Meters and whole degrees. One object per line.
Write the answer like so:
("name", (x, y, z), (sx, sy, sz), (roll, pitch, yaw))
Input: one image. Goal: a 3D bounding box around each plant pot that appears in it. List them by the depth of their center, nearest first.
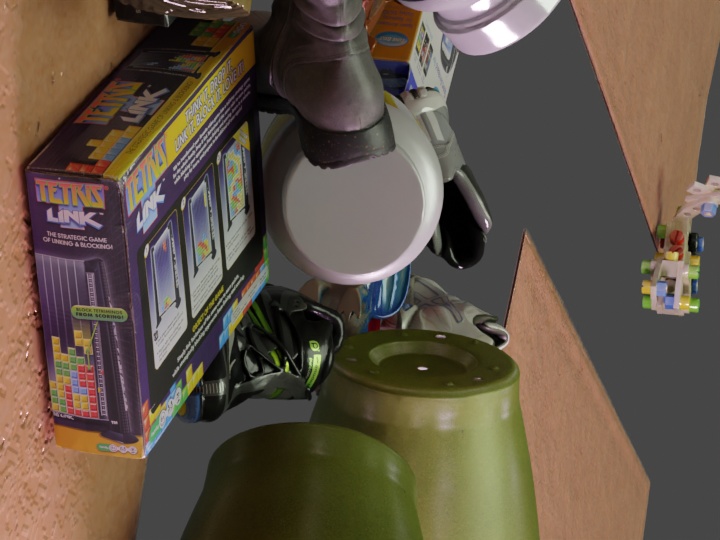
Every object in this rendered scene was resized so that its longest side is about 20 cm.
("plant pot", (-0.036, 0.204, 1.419), (0.201, 0.199, 0.194), (75, 17, -53))
("plant pot", (0.036, 0.148, 1.599), (0.200, 0.199, 0.194), (-40, 137, -67))

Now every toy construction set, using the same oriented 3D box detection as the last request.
("toy construction set", (0.408, -0.027, 3.047), (0.201, 0.092, 0.131), (-64, 158, -21))

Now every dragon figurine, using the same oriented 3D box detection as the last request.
("dragon figurine", (0.000, 0.000, 1.673), (0.099, 0.058, 0.201), (50, 50, -69))

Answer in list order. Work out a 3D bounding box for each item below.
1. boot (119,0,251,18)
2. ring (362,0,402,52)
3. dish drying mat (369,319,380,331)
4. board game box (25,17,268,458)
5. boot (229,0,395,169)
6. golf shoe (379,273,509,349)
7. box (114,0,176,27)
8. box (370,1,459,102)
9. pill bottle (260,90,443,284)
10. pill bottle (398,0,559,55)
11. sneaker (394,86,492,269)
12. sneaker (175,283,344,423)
("boot", (-0.098, -0.236, 1.150), (0.175, 0.066, 0.202), (21, 76, -54))
("ring", (0.040, -0.230, 1.637), (0.201, 0.019, 0.200), (-63, 179, -1))
("dish drying mat", (-0.005, 0.074, 1.763), (0.077, 0.018, 0.202), (15, 82, -73))
("board game box", (-0.110, -0.022, 1.287), (0.200, 0.056, 0.166), (-57, 149, -57))
("boot", (-0.034, -0.150, 1.337), (0.200, 0.069, 0.133), (40, -35, 57))
("golf shoe", (0.066, 0.053, 1.838), (0.200, 0.096, 0.079), (-59, 155, -78))
("box", (-0.089, -0.239, 1.302), (0.200, 0.036, 0.144), (-60, 152, -56))
("box", (0.047, -0.194, 1.790), (0.119, 0.041, 0.201), (66, 38, -62))
("pill bottle", (-0.007, -0.052, 1.435), (0.200, 0.110, 0.112), (-105, -160, -81))
("pill bottle", (0.040, -0.233, 1.472), (0.200, 0.115, 0.116), (47, 46, -33))
("sneaker", (0.059, -0.037, 1.749), (0.200, 0.075, 0.116), (65, 1, -61))
("sneaker", (-0.060, 0.045, 1.441), (0.200, 0.082, 0.071), (-29, 124, -70))
